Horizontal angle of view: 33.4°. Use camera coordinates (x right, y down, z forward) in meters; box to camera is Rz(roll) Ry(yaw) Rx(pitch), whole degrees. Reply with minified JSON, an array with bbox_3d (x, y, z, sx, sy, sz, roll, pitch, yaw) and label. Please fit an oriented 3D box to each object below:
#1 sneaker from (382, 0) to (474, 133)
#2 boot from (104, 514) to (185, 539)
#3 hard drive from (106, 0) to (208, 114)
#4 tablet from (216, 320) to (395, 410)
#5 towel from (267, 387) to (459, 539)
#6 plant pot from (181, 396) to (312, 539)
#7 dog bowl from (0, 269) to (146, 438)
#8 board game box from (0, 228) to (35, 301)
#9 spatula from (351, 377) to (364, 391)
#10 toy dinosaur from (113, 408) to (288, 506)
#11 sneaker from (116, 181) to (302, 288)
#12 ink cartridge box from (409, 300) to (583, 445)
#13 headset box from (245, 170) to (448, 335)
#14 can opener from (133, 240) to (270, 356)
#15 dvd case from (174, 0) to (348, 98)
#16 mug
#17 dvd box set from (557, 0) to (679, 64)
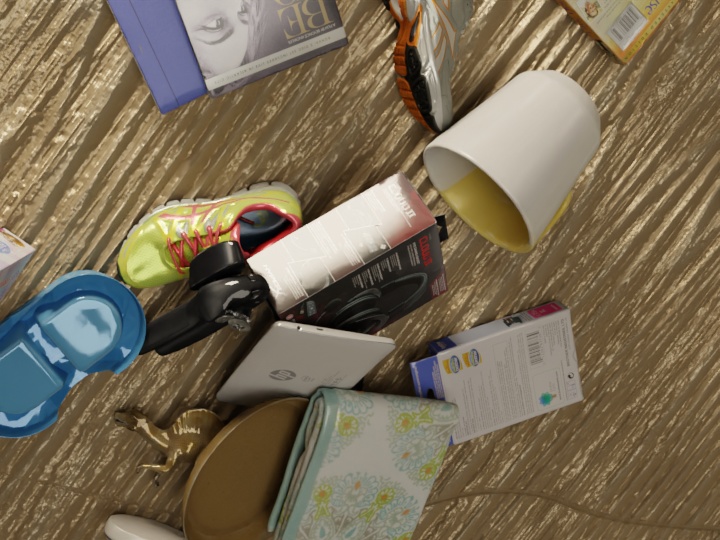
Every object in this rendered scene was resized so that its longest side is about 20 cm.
[{"bbox_3d":[0.081,-0.239,1.207,0.091,0.076,0.202,-20,115,-19],"label":"sneaker"},{"bbox_3d":[-0.199,0.336,1.298,0.199,0.073,0.091,26,92,-25],"label":"boot"},{"bbox_3d":[-0.131,-0.254,1.155,0.199,0.025,0.133,-28,113,-8],"label":"hard drive"},{"bbox_3d":[-0.060,0.104,1.228,0.129,0.200,0.014,10,59,-21],"label":"tablet"},{"bbox_3d":[0.001,0.221,1.301,0.170,0.048,0.202,7,114,-31],"label":"towel"},{"bbox_3d":[-0.113,0.216,1.273,0.199,0.027,0.202,-29,136,-32],"label":"plant pot"},{"bbox_3d":[-0.307,0.077,1.190,0.199,0.050,0.112,-37,114,-2],"label":"dog bowl"},{"bbox_3d":[-0.382,0.063,1.079,0.041,0.200,0.200,34,94,-8],"label":"board game box"},{"bbox_3d":[-0.017,0.195,1.339,0.056,0.020,0.202,-5,106,-46],"label":"spatula"},{"bbox_3d":[-0.163,0.193,1.270,0.198,0.058,0.102,7,107,-18],"label":"toy dinosaur"},{"bbox_3d":[-0.146,-0.032,1.187,0.198,0.090,0.079,-23,114,-9],"label":"sneaker"},{"bbox_3d":[0.152,0.120,1.364,0.198,0.042,0.120,-18,112,-14],"label":"ink cartridge box"},{"bbox_3d":[0.000,0.000,1.216,0.199,0.078,0.149,-29,152,-7],"label":"headset box"},{"bbox_3d":[-0.157,0.043,1.175,0.063,0.079,0.200,12,148,-34],"label":"can opener"},{"bbox_3d":[-0.107,-0.281,1.128,0.148,0.016,0.202,-23,115,-10],"label":"dvd case"},{"bbox_3d":[0.166,-0.120,1.253,0.149,0.187,0.153,42,76,5],"label":"mug"},{"bbox_3d":[0.254,-0.335,1.244,0.200,0.029,0.147,39,92,-23],"label":"dvd box set"}]
